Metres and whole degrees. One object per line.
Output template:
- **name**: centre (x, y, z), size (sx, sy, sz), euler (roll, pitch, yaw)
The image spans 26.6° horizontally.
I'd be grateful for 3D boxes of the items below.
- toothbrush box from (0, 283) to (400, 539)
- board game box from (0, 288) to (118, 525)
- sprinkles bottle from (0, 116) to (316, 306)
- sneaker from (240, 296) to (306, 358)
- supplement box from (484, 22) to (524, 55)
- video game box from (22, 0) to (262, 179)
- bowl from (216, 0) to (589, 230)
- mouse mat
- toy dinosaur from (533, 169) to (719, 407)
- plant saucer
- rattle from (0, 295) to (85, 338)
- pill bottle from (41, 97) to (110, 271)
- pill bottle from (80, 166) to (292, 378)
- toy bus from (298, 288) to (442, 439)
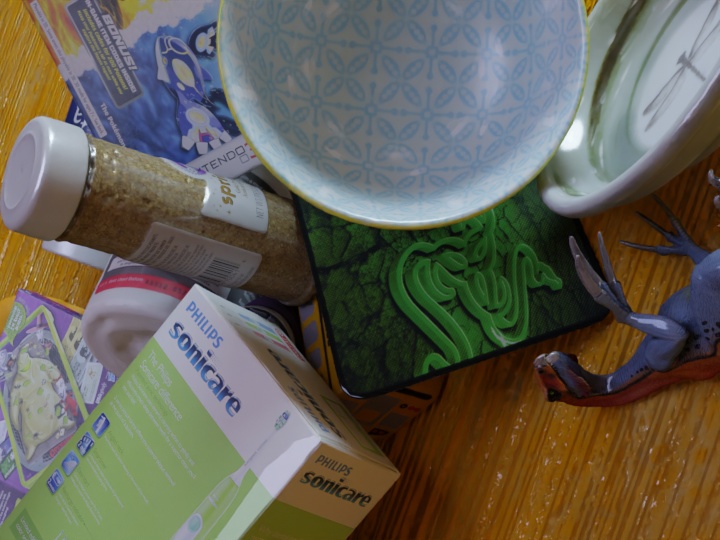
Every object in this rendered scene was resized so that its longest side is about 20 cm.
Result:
- **toothbrush box**: centre (-0.098, 0.136, 0.883), size (0.201, 0.086, 0.146), euler (-51, 51, 8)
- **board game box**: centre (-0.236, 0.128, 1.113), size (0.119, 0.032, 0.202), euler (23, 93, 22)
- **sprinkles bottle**: centre (-0.113, -0.032, 0.917), size (0.068, 0.198, 0.069), euler (-30, 52, 48)
- **sneaker**: centre (-0.056, 0.114, 1.009), size (0.075, 0.087, 0.202), euler (11, 104, 17)
- **supplement box**: centre (0.034, -0.167, 0.967), size (0.199, 0.061, 0.110), euler (-10, 80, 40)
- **video game box**: centre (-0.107, -0.153, 0.953), size (0.181, 0.047, 0.201), euler (-26, 97, 21)
- **bowl**: centre (0.021, -0.118, 0.852), size (0.108, 0.198, 0.202), euler (133, 155, -86)
- **mouse mat**: centre (0.046, -0.025, 0.894), size (0.159, 0.008, 0.201), euler (-18, 51, 2)
- **toy dinosaur**: centre (0.159, 0.030, 0.732), size (0.201, 0.104, 0.183), euler (57, 140, 36)
- **plant saucer**: centre (0.166, -0.109, 0.788), size (0.201, 0.050, 0.201), euler (-55, 17, 25)
- **rattle**: centre (-0.174, 0.058, 1.129), size (0.131, 0.142, 0.200), euler (-54, 30, -1)
- **pill bottle**: centre (-0.191, -0.100, 1.249), size (0.111, 0.110, 0.202), euler (16, 87, 55)
- **pill bottle**: centre (-0.110, -0.019, 1.069), size (0.110, 0.110, 0.201), euler (-25, 36, 46)
- **toy bus**: centre (0.000, 0.000, 0.978), size (0.078, 0.065, 0.202), euler (-43, 43, 37)
